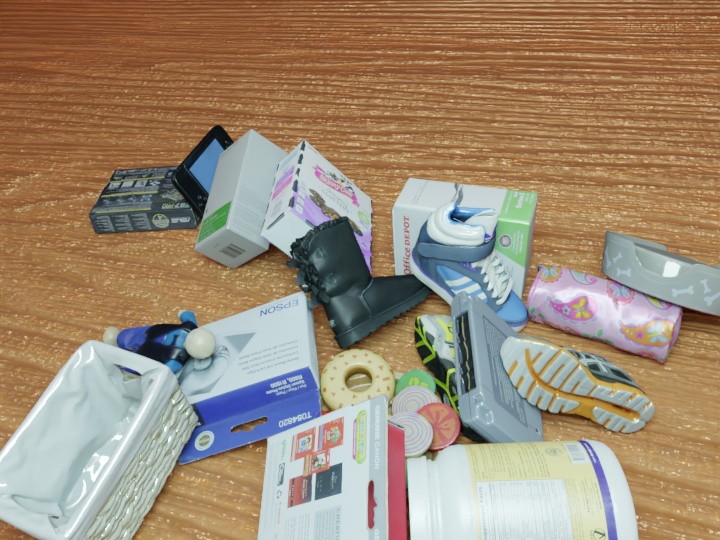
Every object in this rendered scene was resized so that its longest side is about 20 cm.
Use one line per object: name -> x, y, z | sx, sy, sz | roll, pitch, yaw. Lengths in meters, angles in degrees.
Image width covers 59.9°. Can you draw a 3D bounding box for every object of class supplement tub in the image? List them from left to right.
supplement tub -> 0.147, 0.243, 0.605 | 0.197, 0.147, 0.146 | -4, 40, 4

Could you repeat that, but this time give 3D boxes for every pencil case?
pencil case -> 0.326, 0.056, 0.851 | 0.198, 0.088, 0.088 | 17, 45, 26

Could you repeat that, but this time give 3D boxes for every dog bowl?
dog bowl -> 0.424, 0.004, 0.850 | 0.198, 0.059, 0.200 | 15, 13, -4

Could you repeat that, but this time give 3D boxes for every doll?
doll -> -0.276, 0.109, 0.847 | 0.198, 0.049, 0.138 | -9, 47, 27

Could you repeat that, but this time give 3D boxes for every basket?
basket -> -0.289, 0.203, 0.698 | 0.134, 0.124, 0.201 | 12, 57, 22

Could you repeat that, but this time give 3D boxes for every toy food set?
toy food set -> 0.017, 0.190, 0.758 | 0.196, 0.049, 0.200 | 16, 45, 24

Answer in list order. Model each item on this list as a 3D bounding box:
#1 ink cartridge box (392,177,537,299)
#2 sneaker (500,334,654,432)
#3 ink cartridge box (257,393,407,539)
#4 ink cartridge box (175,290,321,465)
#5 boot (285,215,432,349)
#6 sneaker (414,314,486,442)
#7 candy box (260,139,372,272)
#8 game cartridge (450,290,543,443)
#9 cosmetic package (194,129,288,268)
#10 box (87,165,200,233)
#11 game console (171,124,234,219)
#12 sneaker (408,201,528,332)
ink cartridge box -> 0.155, -0.049, 0.943 | 0.198, 0.147, 0.084 | 11, 42, 18
sneaker -> 0.254, 0.127, 0.754 | 0.198, 0.079, 0.077 | 27, 27, -11
ink cartridge box -> -0.013, 0.240, 0.579 | 0.175, 0.083, 0.202 | -30, 44, 36
ink cartridge box -> -0.152, 0.133, 0.820 | 0.197, 0.041, 0.201 | -19, 40, 6
boot -> 0.000, 0.000, 0.883 | 0.197, 0.164, 0.073 | -28, 0, -36
sneaker -> 0.133, 0.125, 0.800 | 0.075, 0.076, 0.201 | -9, 44, -13
candy box -> -0.062, -0.088, 0.999 | 0.071, 0.167, 0.201 | -37, 31, 29
game cartridge -> 0.165, 0.130, 0.753 | 0.040, 0.133, 0.201 | -38, 27, 30
cosmetic package -> -0.196, -0.119, 1.045 | 0.107, 0.084, 0.202 | -25, 49, 41
box -> -0.396, -0.141, 1.199 | 0.197, 0.050, 0.162 | -3, 39, 3
game console -> -0.224, -0.176, 1.170 | 0.115, 0.177, 0.201 | -18, 31, 31
sneaker -> 0.169, -0.010, 0.851 | 0.199, 0.147, 0.081 | 34, 49, 5
